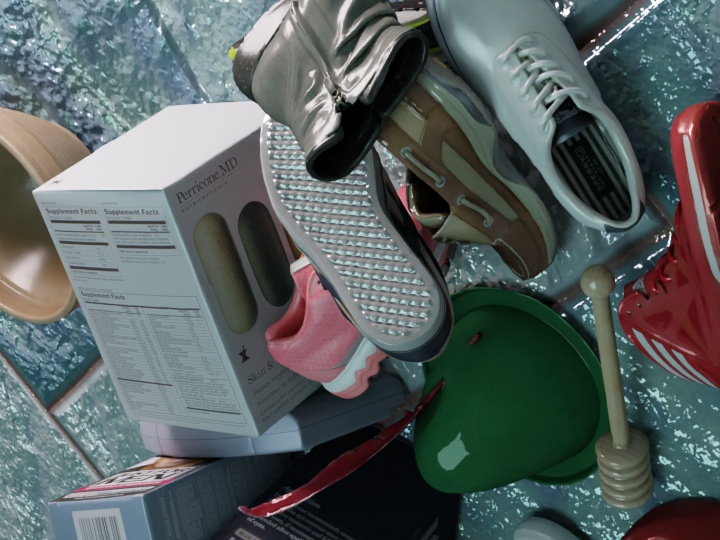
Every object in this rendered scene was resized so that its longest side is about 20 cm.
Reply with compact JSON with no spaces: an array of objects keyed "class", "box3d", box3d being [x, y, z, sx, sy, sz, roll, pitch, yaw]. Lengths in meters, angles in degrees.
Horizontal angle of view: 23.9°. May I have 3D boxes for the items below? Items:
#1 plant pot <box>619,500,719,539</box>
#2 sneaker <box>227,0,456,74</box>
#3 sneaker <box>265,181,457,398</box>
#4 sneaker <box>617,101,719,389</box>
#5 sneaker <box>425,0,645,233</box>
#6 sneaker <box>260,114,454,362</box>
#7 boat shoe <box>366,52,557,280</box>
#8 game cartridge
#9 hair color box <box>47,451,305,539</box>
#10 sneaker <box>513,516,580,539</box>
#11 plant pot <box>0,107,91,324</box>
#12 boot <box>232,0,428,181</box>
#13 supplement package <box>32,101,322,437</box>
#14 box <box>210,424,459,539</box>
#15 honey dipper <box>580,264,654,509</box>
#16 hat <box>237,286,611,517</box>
[{"class":"plant pot","box3d":[0.220,0.284,1.148,0.200,0.182,0.201,24,131,30]},{"class":"sneaker","box3d":[-0.008,-0.132,1.136,0.200,0.074,0.081,11,129,41]},{"class":"sneaker","box3d":[0.000,0.000,1.168,0.087,0.074,0.200,20,116,-19]},{"class":"sneaker","box3d":[0.193,-0.006,1.030,0.115,0.078,0.200,1,119,42]},{"class":"sneaker","box3d":[0.113,-0.108,1.020,0.200,0.073,0.071,51,180,-13]},{"class":"sneaker","box3d":[-0.003,-0.023,1.103,0.200,0.078,0.079,64,-176,24]},{"class":"boat shoe","box3d":[0.061,-0.054,1.080,0.076,0.072,0.200,43,173,47]},{"class":"game cartridge","box3d":[-0.079,0.115,1.344,0.200,0.133,0.042,-7,93,46]},{"class":"hair color box","box3d":[-0.136,0.177,1.328,0.099,0.200,0.061,-9,95,34]},{"class":"sneaker","box3d":[0.161,0.284,1.281,0.073,0.085,0.200,-15,107,51]},{"class":"plant pot","box3d":[-0.281,-0.063,1.436,0.201,0.093,0.201,26,135,28]},{"class":"boot","box3d":[0.008,-0.157,1.016,0.200,0.068,0.131,-60,40,13]},{"class":"supplement package","box3d":[-0.111,-0.005,1.267,0.151,0.152,0.200,2,120,43]},{"class":"box","box3d":[-0.025,0.258,1.348,0.117,0.200,0.197,27,135,27]},{"class":"honey dipper","box3d":[0.169,0.078,1.131,0.038,0.038,0.200,18,138,34]},{"class":"hat","box3d":[0.058,0.131,1.186,0.166,0.176,0.200,44,141,9]}]
